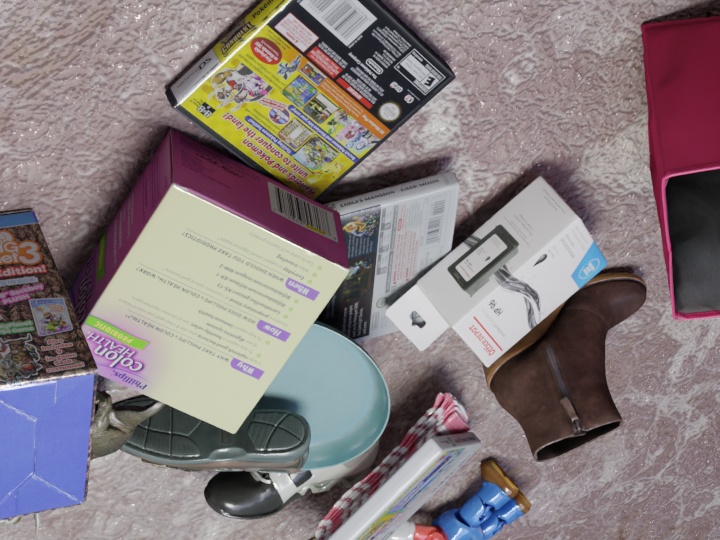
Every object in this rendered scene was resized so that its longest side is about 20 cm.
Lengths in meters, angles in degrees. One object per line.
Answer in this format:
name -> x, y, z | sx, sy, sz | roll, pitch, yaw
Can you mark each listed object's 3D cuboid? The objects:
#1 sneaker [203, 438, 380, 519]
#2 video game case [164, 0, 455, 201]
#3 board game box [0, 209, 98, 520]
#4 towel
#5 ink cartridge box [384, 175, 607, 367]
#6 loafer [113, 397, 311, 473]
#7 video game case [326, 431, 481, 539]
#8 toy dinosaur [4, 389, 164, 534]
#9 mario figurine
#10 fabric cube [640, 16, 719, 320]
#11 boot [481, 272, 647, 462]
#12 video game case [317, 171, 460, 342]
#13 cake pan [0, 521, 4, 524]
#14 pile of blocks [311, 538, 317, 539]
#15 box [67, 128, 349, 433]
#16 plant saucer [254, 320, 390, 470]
sneaker -> -0.068, 0.185, 1.855 | 0.199, 0.074, 0.089 | -17, 136, -31
video game case -> -0.039, -0.159, 1.569 | 0.180, 0.026, 0.200 | -41, 138, 12
board game box -> -0.295, 0.078, 1.524 | 0.096, 0.201, 0.160 | -9, 135, -23
towel -> 0.034, 0.210, 1.901 | 0.200, 0.030, 0.146 | -44, 165, -2
ink cartridge box -> 0.132, 0.016, 1.772 | 0.200, 0.068, 0.116 | -41, 148, 2
loafer -> -0.147, 0.169, 1.758 | 0.198, 0.072, 0.063 | 4, 141, 1
video game case -> 0.031, 0.242, 1.881 | 0.200, 0.022, 0.182 | -45, 166, 10
toy dinosaur -> -0.257, 0.146, 1.667 | 0.199, 0.077, 0.102 | -33, 150, -3
mario figurine -> 0.087, 0.292, 2.058 | 0.200, 0.106, 0.124 | -41, 102, -3
fabric cube -> 0.365, -0.101, 1.678 | 0.194, 0.201, 0.201 | -6, 138, 8
boot -> 0.230, 0.099, 1.861 | 0.198, 0.167, 0.073 | -24, 138, -6
video game case -> 0.000, 0.000, 1.732 | 0.180, 0.023, 0.201 | -15, 143, -16
cake pan -> -0.344, 0.159, 1.698 | 0.198, 0.037, 0.201 | -16, 136, -15
pile of blocks -> 0.010, 0.361, 1.985 | 0.082, 0.199, 0.062 | -44, 144, -24
box -> -0.136, 0.012, 1.592 | 0.175, 0.097, 0.201 | 25, 116, -22
plant saucer -> -0.068, 0.112, 1.758 | 0.198, 0.028, 0.201 | 5, 131, 6
